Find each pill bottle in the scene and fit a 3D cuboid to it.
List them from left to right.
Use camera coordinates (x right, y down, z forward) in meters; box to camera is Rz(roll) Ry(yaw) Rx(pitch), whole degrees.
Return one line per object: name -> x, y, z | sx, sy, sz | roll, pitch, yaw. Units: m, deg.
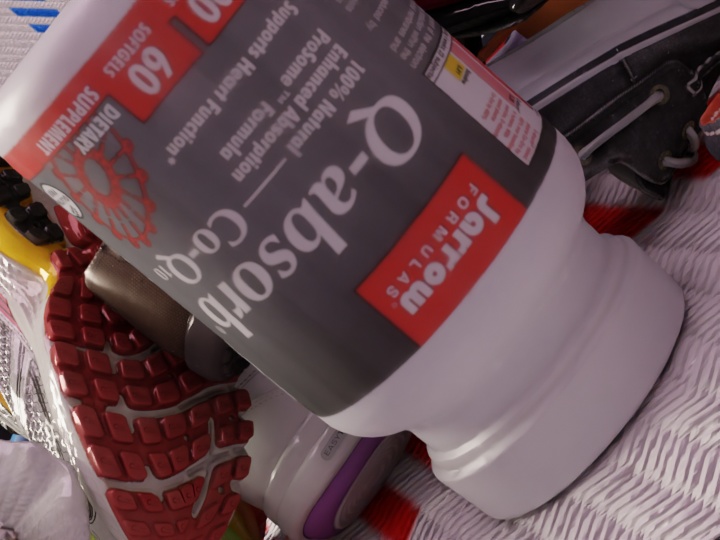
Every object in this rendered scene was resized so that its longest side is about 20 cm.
pill bottle -> -0.005, -0.023, 0.609 | 0.116, 0.200, 0.116 | -48, 11, 13

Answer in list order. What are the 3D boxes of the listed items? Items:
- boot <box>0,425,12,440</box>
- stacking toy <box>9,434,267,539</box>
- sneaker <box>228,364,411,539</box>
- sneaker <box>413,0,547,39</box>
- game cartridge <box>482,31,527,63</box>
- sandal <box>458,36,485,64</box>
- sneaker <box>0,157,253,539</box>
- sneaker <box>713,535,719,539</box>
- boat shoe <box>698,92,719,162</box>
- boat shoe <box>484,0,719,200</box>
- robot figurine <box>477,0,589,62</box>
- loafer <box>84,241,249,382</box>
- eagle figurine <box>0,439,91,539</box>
boot -> -0.172, 0.080, 0.978 | 0.199, 0.066, 0.166 | 12, 75, 42
stacking toy -> -0.074, 0.121, 0.733 | 0.117, 0.109, 0.200 | -65, 20, 10
sneaker -> 0.000, 0.000, 0.762 | 0.201, 0.099, 0.075 | -55, -20, -21
sneaker -> 0.069, -0.118, 0.667 | 0.199, 0.077, 0.084 | -24, 27, 5
game cartridge -> 0.043, -0.061, 0.982 | 0.200, 0.038, 0.130 | -43, 18, 37
sandal -> 0.022, -0.103, 0.846 | 0.054, 0.082, 0.200 | -6, 14, 8
sneaker -> -0.104, 0.033, 0.731 | 0.082, 0.077, 0.201 | -57, 48, 31
sneaker -> 0.052, 0.110, 0.324 | 0.200, 0.073, 0.112 | -42, 8, 3
boat shoe -> 0.162, -0.114, 0.596 | 0.200, 0.062, 0.071 | -52, 13, 5
boat shoe -> 0.087, -0.056, 0.700 | 0.199, 0.071, 0.072 | -31, 0, 4
robot figurine -> 0.113, -0.164, 0.812 | 0.201, 0.143, 0.117 | -57, -26, -28
loafer -> -0.041, -0.054, 0.723 | 0.073, 0.070, 0.201 | 103, -172, -48
eagle figurine -> -0.167, 0.146, 0.705 | 0.200, 0.150, 0.153 | 90, -169, -65
